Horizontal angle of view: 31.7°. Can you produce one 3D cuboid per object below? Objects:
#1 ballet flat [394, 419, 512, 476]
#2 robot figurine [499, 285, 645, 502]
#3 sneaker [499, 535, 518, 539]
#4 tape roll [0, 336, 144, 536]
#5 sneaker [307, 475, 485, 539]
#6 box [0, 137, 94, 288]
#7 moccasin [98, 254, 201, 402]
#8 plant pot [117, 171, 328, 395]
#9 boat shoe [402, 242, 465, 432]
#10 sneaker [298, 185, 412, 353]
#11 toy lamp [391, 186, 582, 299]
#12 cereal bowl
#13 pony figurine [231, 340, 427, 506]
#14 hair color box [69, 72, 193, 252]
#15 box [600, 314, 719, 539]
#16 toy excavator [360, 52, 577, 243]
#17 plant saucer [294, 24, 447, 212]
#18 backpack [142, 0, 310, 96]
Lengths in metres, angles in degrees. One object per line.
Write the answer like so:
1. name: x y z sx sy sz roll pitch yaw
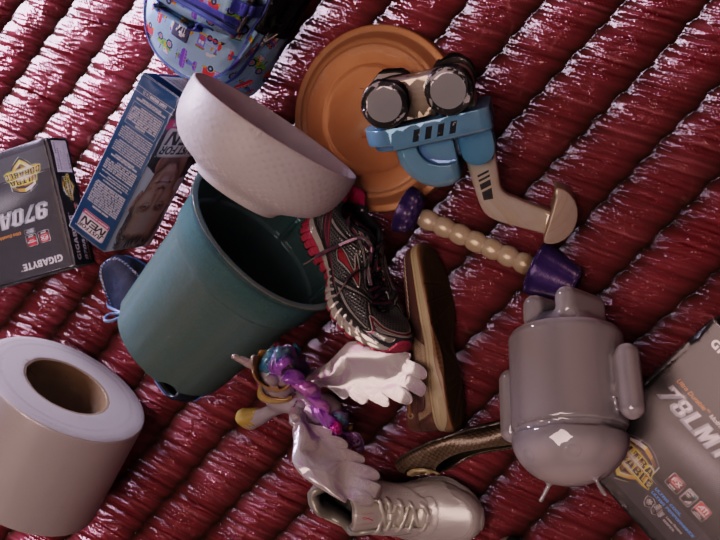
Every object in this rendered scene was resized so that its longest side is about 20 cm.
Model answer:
1. ballet flat: 0.129 0.185 1.323 0.199 0.067 0.047 -21 78 18
2. robot figurine: 0.201 0.120 1.221 0.169 0.112 0.201 -20 62 47
3. sneaker: 0.108 0.366 1.342 0.093 0.070 0.201 20 103 20
4. tape roll: -0.369 0.190 1.474 0.202 0.202 0.140 37 108 17
5. sneaker: 0.032 0.260 1.352 0.199 0.099 0.079 3 96 24
6. box: -0.434 -0.063 1.566 0.199 0.046 0.160 -13 89 24
7. moccasin: -0.243 0.063 1.477 0.080 0.068 0.200 -45 76 21
8. plant pot: -0.151 0.021 1.375 0.201 0.200 0.196 51 120 12
9. boat shoe: 0.060 0.073 1.342 0.072 0.072 0.201 -7 95 26
10. sneaker: 0.000 0.000 1.314 0.075 0.080 0.201 -48 56 32
11. toy lamp: 0.131 -0.026 1.300 0.199 0.058 0.059 26 105 13
12. cereal bowl: -0.107 -0.114 1.289 0.200 0.200 0.084 38 100 17
13. pony figurine: -0.046 0.147 1.326 0.192 0.200 0.167 23 70 3
14. hair color box: -0.244 -0.122 1.444 0.060 0.100 0.201 35 108 16
15. box: 0.344 0.182 1.233 0.200 0.050 0.199 49 113 13
16. toy excavator: 0.109 -0.115 1.277 0.193 0.100 0.201 -11 106 10
17. plant saucer: 0.017 -0.163 1.360 0.199 0.032 0.202 2 95 24
18. backpack: -0.160 -0.291 1.375 0.182 0.134 0.201 37 111 18
